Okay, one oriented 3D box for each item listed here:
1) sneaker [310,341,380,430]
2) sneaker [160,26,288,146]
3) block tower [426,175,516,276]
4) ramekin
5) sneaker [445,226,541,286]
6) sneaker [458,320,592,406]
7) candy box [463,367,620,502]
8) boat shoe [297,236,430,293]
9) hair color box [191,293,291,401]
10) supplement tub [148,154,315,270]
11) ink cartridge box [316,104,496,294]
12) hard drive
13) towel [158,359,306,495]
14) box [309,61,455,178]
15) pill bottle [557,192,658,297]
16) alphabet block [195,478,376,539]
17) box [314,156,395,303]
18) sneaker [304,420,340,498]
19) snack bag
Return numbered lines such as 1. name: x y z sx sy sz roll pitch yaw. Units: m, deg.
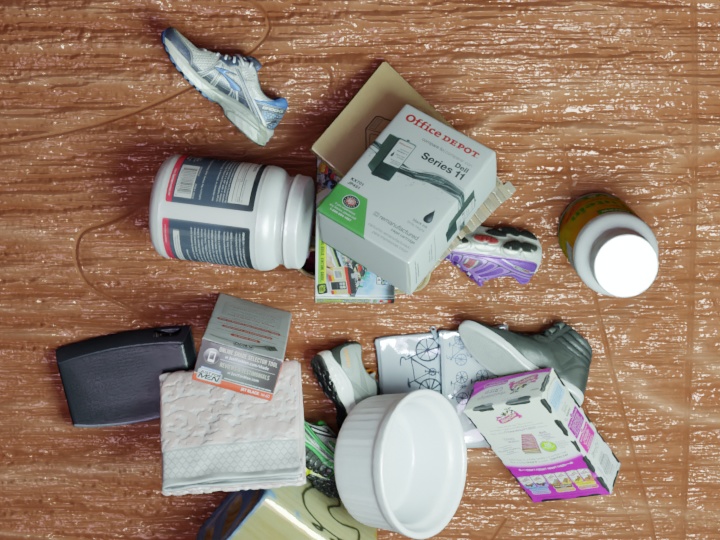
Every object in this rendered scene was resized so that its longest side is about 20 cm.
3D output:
1. sneaker: 0.001 0.193 1.751 0.079 0.074 0.201 -29 113 -22
2. sneaker: -0.179 -0.261 1.639 0.200 0.077 0.085 42 91 -18
3. block tower: 0.114 -0.060 1.616 0.200 0.054 0.058 -42 98 -20
4. ramekin: 0.052 0.264 1.689 0.097 0.200 0.202 -3 108 38
5. sneaker: 0.149 -0.019 1.696 0.199 0.081 0.084 12 122 2
6. sneaker: 0.237 0.105 1.725 0.199 0.099 0.071 30 147 3
7. candy box: 0.255 0.233 1.716 0.136 0.061 0.200 -15 123 40
8. boat shoe: 0.000 0.000 1.702 0.199 0.066 0.074 7 105 -2
9. hair color box: -0.157 0.100 1.658 0.110 0.200 0.064 16 104 -4
10. supplement tub: -0.169 -0.075 1.631 0.199 0.140 0.141 8 105 7
11. ink cartridge box: 0.061 -0.094 1.549 0.146 0.083 0.200 30 66 19
12. hard drive: -0.330 0.157 1.754 0.199 0.042 0.136 -10 105 2
13. towel: -0.176 0.211 1.670 0.199 0.192 0.032 -5 142 -2
14. box: 0.054 -0.154 1.648 0.200 0.021 0.164 42 72 -11
15. pill bottle: 0.331 -0.031 1.626 0.110 0.200 0.112 0 105 0
16. alphabet block: -0.110 0.404 1.743 0.200 0.195 0.197 38 103 -10
17. box: -0.007 -0.057 1.659 0.109 0.035 0.201 0 78 -1
18. sneaker: -0.043 0.260 1.737 0.200 0.086 0.078 36 139 -26
19. snack bag: 0.120 0.173 1.771 0.199 0.021 0.190 -3 105 1
